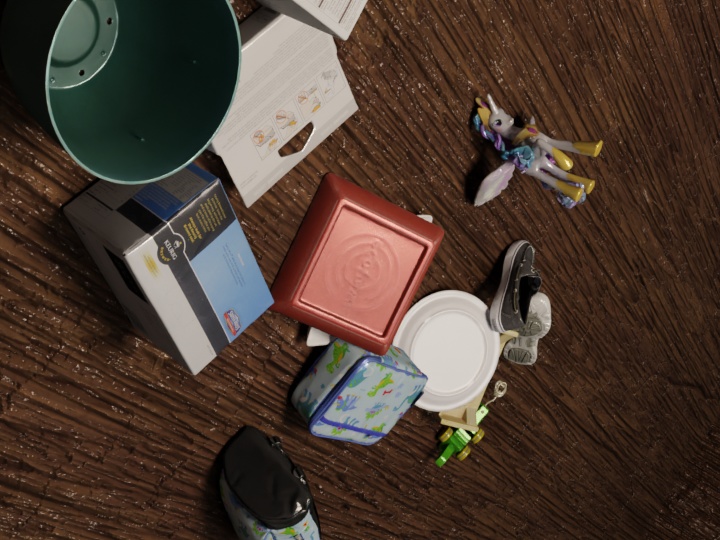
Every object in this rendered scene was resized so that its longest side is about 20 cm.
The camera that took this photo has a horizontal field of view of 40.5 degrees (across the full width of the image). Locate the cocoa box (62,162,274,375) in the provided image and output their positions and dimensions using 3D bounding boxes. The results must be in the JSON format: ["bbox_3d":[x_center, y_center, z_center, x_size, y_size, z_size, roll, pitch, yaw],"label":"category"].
[{"bbox_3d":[-0.205,-0.014,1.075,0.131,0.133,0.201,-42,139,-21],"label":"cocoa box"}]

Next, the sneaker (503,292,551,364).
[{"bbox_3d":[0.299,0.083,1.753,0.201,0.077,0.100,98,8,-57],"label":"sneaker"}]

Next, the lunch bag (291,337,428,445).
[{"bbox_3d":[-0.001,0.183,1.465,0.161,0.083,0.199,-48,145,10],"label":"lunch bag"}]

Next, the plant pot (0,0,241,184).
[{"bbox_3d":[-0.234,-0.204,0.895,0.199,0.160,0.203,-27,133,-34],"label":"plant pot"}]

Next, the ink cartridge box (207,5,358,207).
[{"bbox_3d":[-0.106,-0.203,1.137,0.200,0.044,0.177,-44,139,-19],"label":"ink cartridge box"}]

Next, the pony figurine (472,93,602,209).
[{"bbox_3d":[0.259,-0.173,1.484,0.167,0.198,0.194,-52,158,-19],"label":"pony figurine"}]

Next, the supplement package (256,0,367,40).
[{"bbox_3d":[-0.084,-0.358,0.973,0.199,0.151,0.152,23,96,-52],"label":"supplement package"}]

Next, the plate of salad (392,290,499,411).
[{"bbox_3d":[0.138,0.131,1.601,0.197,0.048,0.204,-4,100,-20],"label":"plate of salad"}]

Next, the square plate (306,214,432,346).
[{"bbox_3d":[0.009,0.009,1.421,0.196,0.028,0.203,-2,115,-47],"label":"square plate"}]

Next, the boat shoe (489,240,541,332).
[{"bbox_3d":[0.273,0.023,1.641,0.070,0.065,0.201,62,38,-30],"label":"boat shoe"}]

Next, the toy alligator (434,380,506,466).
[{"bbox_3d":[0.199,0.284,1.801,0.200,0.059,0.054,-47,-177,-18],"label":"toy alligator"}]

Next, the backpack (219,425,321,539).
[{"bbox_3d":[-0.125,0.347,1.402,0.153,0.163,0.201,-42,147,-8],"label":"backpack"}]

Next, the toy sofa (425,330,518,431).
[{"bbox_3d":[0.186,0.168,1.699,0.082,0.098,0.203,16,103,-26],"label":"toy sofa"}]

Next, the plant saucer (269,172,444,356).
[{"bbox_3d":[0.000,0.000,1.323,0.198,0.037,0.202,24,96,-24],"label":"plant saucer"}]
